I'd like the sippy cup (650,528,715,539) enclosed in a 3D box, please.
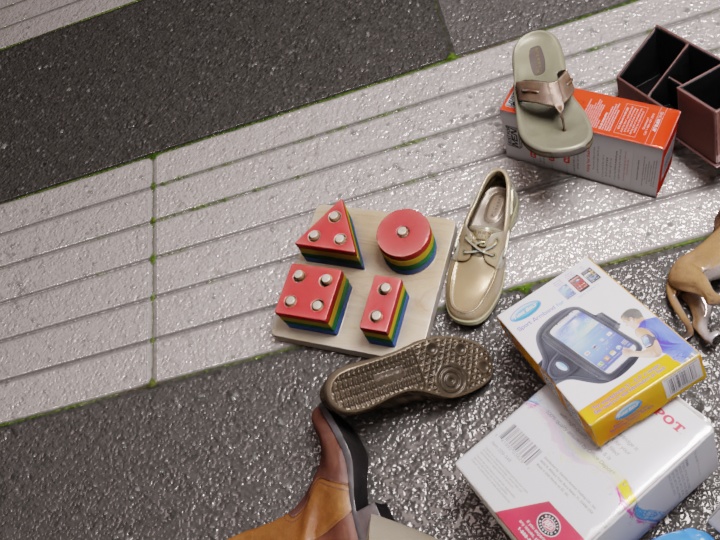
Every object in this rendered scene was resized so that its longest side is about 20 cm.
[{"bbox_3d":[0.283,0.300,0.597,0.177,0.140,0.131,10,42,-25],"label":"sippy cup"}]

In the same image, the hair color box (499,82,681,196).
[{"bbox_3d":[0.279,-0.167,0.867,0.199,0.102,0.061,21,71,26],"label":"hair color box"}]

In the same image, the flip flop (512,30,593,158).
[{"bbox_3d":[0.217,-0.214,0.818,0.081,0.058,0.201,-9,60,13],"label":"flip flop"}]

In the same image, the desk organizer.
[{"bbox_3d":[0.390,-0.215,0.842,0.071,0.077,0.200,-28,41,1],"label":"desk organizer"}]

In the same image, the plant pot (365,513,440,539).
[{"bbox_3d":[0.074,0.338,0.587,0.176,0.200,0.201,11,80,4],"label":"plant pot"}]

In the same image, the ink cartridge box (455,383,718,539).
[{"bbox_3d":[0.218,0.189,0.681,0.200,0.086,0.148,-37,42,-6],"label":"ink cartridge box"}]

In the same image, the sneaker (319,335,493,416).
[{"bbox_3d":[0.049,0.118,0.795,0.199,0.076,0.071,-7,80,-17],"label":"sneaker"}]

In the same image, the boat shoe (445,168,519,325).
[{"bbox_3d":[0.147,-0.031,0.854,0.072,0.065,0.201,12,66,23],"label":"boat shoe"}]

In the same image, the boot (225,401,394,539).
[{"bbox_3d":[-0.075,0.268,0.775,0.199,0.068,0.189,-31,65,7],"label":"boot"}]

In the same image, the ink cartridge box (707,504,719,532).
[{"bbox_3d":[0.421,0.223,0.580,0.144,0.085,0.200,-19,50,-38],"label":"ink cartridge box"}]

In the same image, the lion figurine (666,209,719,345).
[{"bbox_3d":[0.395,-0.015,0.764,0.200,0.073,0.123,-36,40,2],"label":"lion figurine"}]

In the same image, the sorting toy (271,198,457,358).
[{"bbox_3d":[0.000,0.000,0.880,0.199,0.070,0.200,8,65,22],"label":"sorting toy"}]

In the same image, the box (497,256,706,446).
[{"bbox_3d":[0.226,0.066,0.703,0.119,0.042,0.200,-33,38,0],"label":"box"}]
